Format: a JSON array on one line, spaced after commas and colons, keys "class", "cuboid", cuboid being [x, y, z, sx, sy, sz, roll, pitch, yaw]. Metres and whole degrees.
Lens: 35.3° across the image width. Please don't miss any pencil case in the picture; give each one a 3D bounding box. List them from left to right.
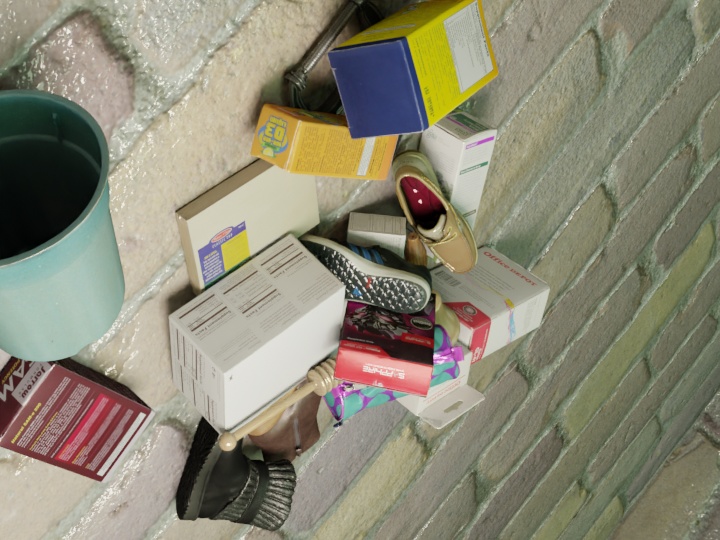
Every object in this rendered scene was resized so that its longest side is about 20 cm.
[{"class": "pencil case", "cuboid": [0.038, 0.142, 1.561, 0.197, 0.092, 0.086, -19, 91, -20]}]

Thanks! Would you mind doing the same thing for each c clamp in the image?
[{"class": "c clamp", "cuboid": [-0.030, -0.268, 1.361, 0.201, 0.027, 0.171, -56, 152, -2]}]

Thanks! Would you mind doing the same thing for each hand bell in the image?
[{"class": "hand bell", "cuboid": [0.086, 0.021, 1.606, 0.104, 0.104, 0.202, -38, 143, -24]}]

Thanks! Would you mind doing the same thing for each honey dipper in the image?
[{"class": "honey dipper", "cuboid": [-0.097, 0.172, 1.434, 0.199, 0.038, 0.038, -33, 141, -31]}]

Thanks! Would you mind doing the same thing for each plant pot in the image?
[{"class": "plant pot", "cuboid": [-0.312, -0.027, 1.064, 0.200, 0.200, 0.197, -40, 151, -22]}]

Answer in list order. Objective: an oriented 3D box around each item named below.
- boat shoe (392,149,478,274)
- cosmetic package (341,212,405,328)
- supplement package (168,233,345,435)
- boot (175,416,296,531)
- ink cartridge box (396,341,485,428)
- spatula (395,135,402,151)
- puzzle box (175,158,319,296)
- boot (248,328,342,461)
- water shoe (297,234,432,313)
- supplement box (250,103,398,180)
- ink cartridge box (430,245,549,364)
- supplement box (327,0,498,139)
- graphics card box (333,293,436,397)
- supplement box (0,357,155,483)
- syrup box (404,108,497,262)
[{"class": "boat shoe", "cuboid": [0.100, -0.068, 1.563, 0.073, 0.067, 0.201, -26, 114, 22]}, {"class": "cosmetic package", "cuboid": [0.015, 0.016, 1.601, 0.051, 0.081, 0.202, -83, 180, -54]}, {"class": "supplement package", "cuboid": [-0.129, 0.084, 1.428, 0.199, 0.111, 0.157, -35, 153, -28]}, {"class": "boot", "cuboid": [-0.154, 0.267, 1.557, 0.155, 0.080, 0.213, 11, 123, -23]}, {"class": "ink cartridge box", "cuboid": [0.086, 0.138, 1.692, 0.116, 0.199, 0.068, -27, 138, -35]}, {"class": "spatula", "cuboid": [0.074, -0.238, 1.517, 0.056, 0.021, 0.202, 10, 113, -41]}, {"class": "puzzle box", "cuboid": [-0.135, -0.066, 1.394, 0.199, 0.025, 0.134, -35, 142, -29]}, {"class": "boot", "cuboid": [-0.081, 0.186, 1.637, 0.199, 0.072, 0.168, -34, 140, -15]}, {"class": "water shoe", "cuboid": [0.000, 0.000, 1.512, 0.079, 0.197, 0.072, -65, 177, -63]}, {"class": "supplement box", "cuboid": [-0.040, -0.152, 1.361, 0.199, 0.066, 0.070, -5, 116, -53]}, {"class": "ink cartridge box", "cuboid": [0.182, 0.054, 1.793, 0.198, 0.147, 0.087, -21, 134, -40]}, {"class": "supplement box", "cuboid": [0.067, -0.247, 1.354, 0.200, 0.108, 0.110, -40, 121, -46]}, {"class": "graphics card box", "cuboid": [0.036, 0.084, 1.489, 0.201, 0.123, 0.052, -78, 179, -64]}, {"class": "supplement box", "cuboid": [-0.337, 0.166, 1.301, 0.109, 0.061, 0.200, -54, 148, -5]}, {"class": "syrup box", "cuboid": [0.126, -0.123, 1.631, 0.081, 0.078, 0.203, -21, 133, -42]}]
